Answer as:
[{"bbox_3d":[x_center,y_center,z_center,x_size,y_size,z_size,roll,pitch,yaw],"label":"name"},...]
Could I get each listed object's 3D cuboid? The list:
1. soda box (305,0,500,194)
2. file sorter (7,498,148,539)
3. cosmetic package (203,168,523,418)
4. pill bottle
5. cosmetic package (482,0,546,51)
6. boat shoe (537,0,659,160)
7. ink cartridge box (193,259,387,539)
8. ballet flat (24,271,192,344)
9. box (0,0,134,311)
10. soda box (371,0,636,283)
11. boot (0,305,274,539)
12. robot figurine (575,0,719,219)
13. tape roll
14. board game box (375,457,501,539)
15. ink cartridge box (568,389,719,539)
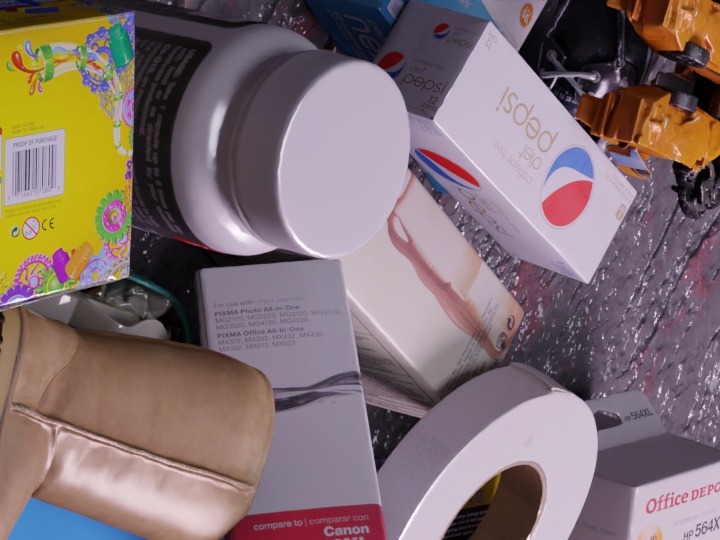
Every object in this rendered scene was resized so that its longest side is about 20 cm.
[{"bbox_3d":[0.045,-0.121,1.454,0.064,0.068,0.200,-56,138,-19],"label":"soda box"},{"bbox_3d":[-0.198,0.107,1.191,0.200,0.122,0.139,30,78,-51],"label":"file sorter"},{"bbox_3d":[0.000,0.000,1.414,0.087,0.103,0.200,-62,142,-18],"label":"cosmetic package"},{"bbox_3d":[-0.081,-0.071,1.211,0.114,0.200,0.114,-20,117,-45],"label":"pill bottle"},{"bbox_3d":[0.051,-0.215,1.445,0.083,0.051,0.200,-58,139,-18],"label":"cosmetic package"},{"bbox_3d":[0.141,-0.125,1.538,0.068,0.072,0.200,-48,161,-30],"label":"boat shoe"},{"bbox_3d":[-0.037,0.114,1.300,0.145,0.083,0.201,91,-8,-56],"label":"ink cartridge box"},{"bbox_3d":[-0.156,0.015,1.253,0.200,0.070,0.068,20,87,-51],"label":"ballet flat"},{"bbox_3d":[-0.233,-0.056,1.038,0.200,0.192,0.122,-16,114,-48],"label":"box"},{"bbox_3d":[0.082,-0.072,1.413,0.068,0.064,0.200,-60,139,-11],"label":"soda box"},{"bbox_3d":[-0.129,0.106,1.127,0.200,0.066,0.176,25,82,-53],"label":"boot"},{"bbox_3d":[0.197,-0.111,1.477,0.200,0.058,0.145,17,89,-65],"label":"robot figurine"},{"bbox_3d":[0.064,0.150,1.462,0.203,0.037,0.203,-34,141,-33],"label":"tape roll"},{"bbox_3d":[-0.001,0.205,1.517,0.200,0.057,0.166,-4,103,-49],"label":"board game box"},{"bbox_3d":[0.164,0.189,1.657,0.128,0.125,0.201,-10,111,-48],"label":"ink cartridge box"}]
